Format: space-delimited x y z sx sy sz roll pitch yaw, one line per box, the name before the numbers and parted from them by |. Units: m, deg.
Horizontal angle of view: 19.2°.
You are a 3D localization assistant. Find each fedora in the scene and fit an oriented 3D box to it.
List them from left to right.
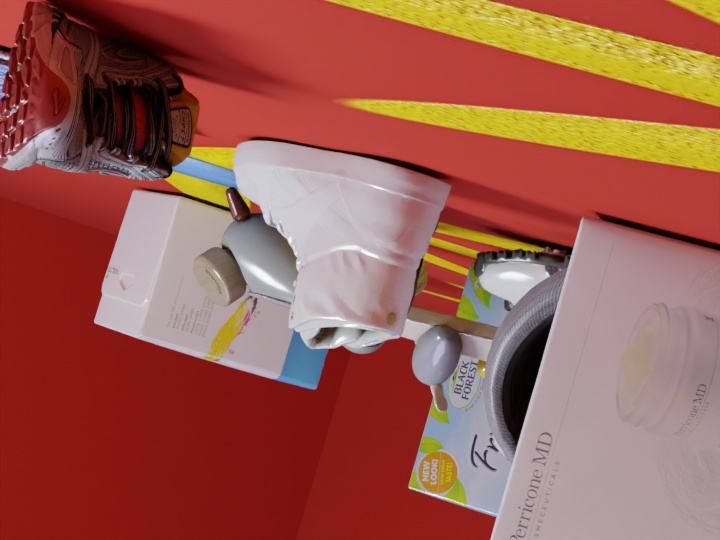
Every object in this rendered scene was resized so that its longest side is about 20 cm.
fedora | 0.181 0.067 1.371 0.200 0.177 0.090 -32 -177 29

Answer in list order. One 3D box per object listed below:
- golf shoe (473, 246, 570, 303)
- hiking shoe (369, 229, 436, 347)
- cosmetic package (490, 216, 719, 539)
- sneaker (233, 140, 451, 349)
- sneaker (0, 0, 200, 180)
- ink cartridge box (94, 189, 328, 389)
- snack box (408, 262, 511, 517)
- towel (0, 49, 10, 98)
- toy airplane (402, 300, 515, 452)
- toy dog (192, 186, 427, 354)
golf shoe | 0.166 0.038 1.444 0.200 0.088 0.077 17 179 12
hiking shoe | 0.000 0.000 1.480 0.076 0.101 0.200 17 177 -5
cosmetic package | 0.199 0.095 1.192 0.200 0.200 0.123 15 177 19
sneaker | -0.030 -0.013 1.282 0.074 0.116 0.200 16 179 -32
sneaker | -0.120 -0.081 1.005 0.082 0.078 0.200 12 -174 4
ink cartridge box | -0.138 0.018 2.130 0.200 0.146 0.147 18 177 -25
snack box | 0.149 0.110 1.766 0.169 0.200 0.068 16 177 24
towel | -0.188 -0.105 1.311 0.145 0.024 0.200 15 177 5
toy airplane | 0.139 0.075 1.583 0.200 0.141 0.199 14 176 41
toy dog | -0.054 -0.010 1.732 0.200 0.132 0.096 10 136 31
